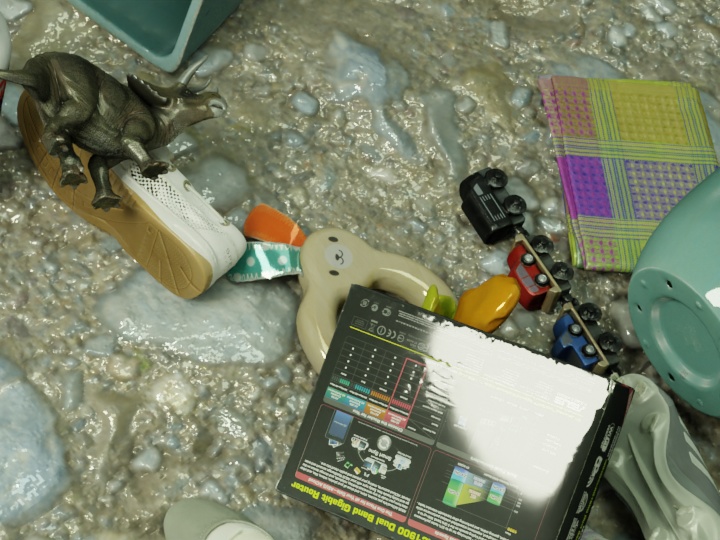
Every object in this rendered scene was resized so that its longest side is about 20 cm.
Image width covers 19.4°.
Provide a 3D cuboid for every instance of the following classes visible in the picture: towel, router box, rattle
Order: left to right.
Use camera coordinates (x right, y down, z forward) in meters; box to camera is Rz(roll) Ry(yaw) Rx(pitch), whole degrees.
[{"bbox_3d":[0.000,0.000,1.482,0.130,0.143,0.200,-38,79,-16],"label":"rattle"},{"bbox_3d":[0.062,0.112,1.382,0.200,0.062,0.150,21,89,22],"label":"router box"},{"bbox_3d":[0.221,-0.077,1.677,0.144,0.023,0.200,3,56,-17],"label":"towel"}]

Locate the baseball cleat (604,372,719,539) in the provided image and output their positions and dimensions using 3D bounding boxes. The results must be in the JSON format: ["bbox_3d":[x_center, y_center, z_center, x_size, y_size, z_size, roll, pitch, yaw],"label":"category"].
[{"bbox_3d":[0.224,0.163,1.488,0.106,0.070,0.200,40,23,-35],"label":"baseball cleat"}]

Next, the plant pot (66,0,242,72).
[{"bbox_3d":[-0.141,-0.315,1.633,0.196,0.196,0.200,36,43,9],"label":"plant pot"}]

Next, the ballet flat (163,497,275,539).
[{"bbox_3d":[-0.052,0.213,1.357,0.067,0.064,0.200,-29,68,-32],"label":"ballet flat"}]

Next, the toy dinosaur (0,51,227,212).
[{"bbox_3d":[-0.187,-0.107,1.434,0.200,0.077,0.102,14,48,-36],"label":"toy dinosaur"}]

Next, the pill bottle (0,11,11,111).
[{"bbox_3d":[-0.299,-0.124,1.430,0.112,0.200,0.112,8,54,-12],"label":"pill bottle"}]

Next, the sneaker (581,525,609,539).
[{"bbox_3d":[0.169,0.215,1.400,0.200,0.088,0.081,33,67,7],"label":"sneaker"}]

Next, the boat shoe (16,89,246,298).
[{"bbox_3d":[-0.164,-0.065,1.519,0.200,0.071,0.069,45,49,10],"label":"boat shoe"}]

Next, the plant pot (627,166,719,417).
[{"bbox_3d":[0.294,0.015,1.534,0.161,0.201,0.201,-30,68,-21],"label":"plant pot"}]

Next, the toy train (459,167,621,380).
[{"bbox_3d":[0.133,0.005,1.582,0.046,0.034,0.200,-21,64,-25],"label":"toy train"}]
